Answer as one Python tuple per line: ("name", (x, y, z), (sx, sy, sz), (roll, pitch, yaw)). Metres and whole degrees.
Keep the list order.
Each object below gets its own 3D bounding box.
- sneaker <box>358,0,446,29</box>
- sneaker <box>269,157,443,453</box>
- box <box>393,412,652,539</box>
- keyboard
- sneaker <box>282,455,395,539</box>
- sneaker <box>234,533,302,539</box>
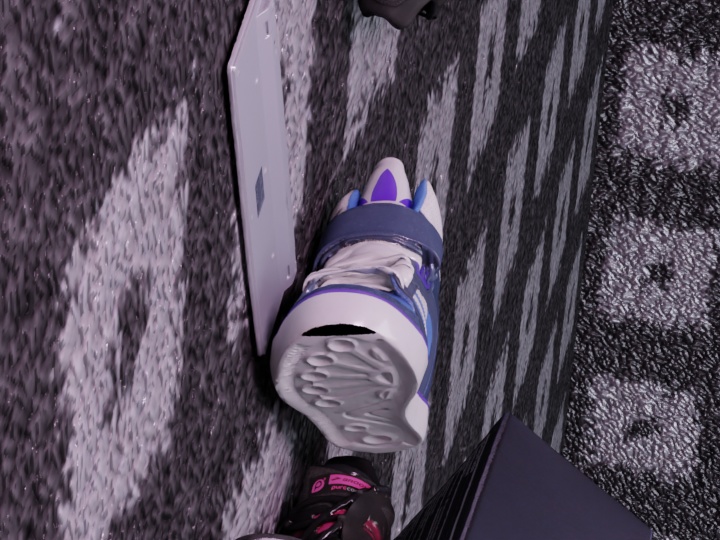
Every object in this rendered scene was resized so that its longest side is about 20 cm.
("sneaker", (0.035, -0.186, 1.301), (0.200, 0.075, 0.091), (-39, 147, -66))
("sneaker", (0.000, 0.000, 1.221), (0.200, 0.080, 0.148), (68, 22, -68))
("box", (0.054, 0.222, 1.331), (0.199, 0.123, 0.200), (-51, -175, 26))
("keyboard", (-0.046, -0.043, 1.096), (0.201, 0.011, 0.057), (87, 20, -50))
("sneaker", (-0.020, 0.149, 1.260), (0.200, 0.076, 0.085), (-83, 172, -79))
("sneaker", (-0.041, 0.214, 1.146), (0.077, 0.075, 0.201), (-75, 168, -54))
